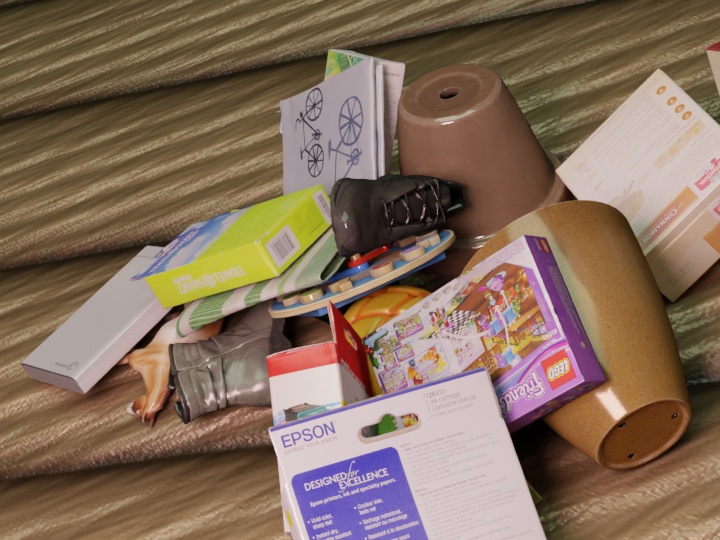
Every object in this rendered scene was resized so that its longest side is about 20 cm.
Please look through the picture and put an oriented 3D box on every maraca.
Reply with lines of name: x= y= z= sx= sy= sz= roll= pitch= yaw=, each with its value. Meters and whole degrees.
maraca: x=0.045 y=0.090 z=1.483 sx=0.137 sy=0.107 sz=0.200 roll=-24 pitch=45 yaw=-3

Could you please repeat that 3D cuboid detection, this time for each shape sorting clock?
shape sorting clock: x=0.000 y=0.000 z=1.544 sx=0.199 sy=0.039 sz=0.200 roll=-24 pitch=4 yaw=2

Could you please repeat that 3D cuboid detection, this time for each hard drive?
hard drive: x=-0.265 y=0.049 z=1.698 sx=0.200 sy=0.027 sz=0.132 roll=-46 pitch=30 yaw=-25

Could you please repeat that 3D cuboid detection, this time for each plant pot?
plant pot: x=0.205 y=0.071 z=1.388 sx=0.186 sy=0.187 sz=0.200 roll=-24 pitch=50 yaw=-5
plant pot: x=0.117 y=-0.121 z=1.667 sx=0.199 sy=0.175 sz=0.201 roll=-13 pitch=35 yaw=9

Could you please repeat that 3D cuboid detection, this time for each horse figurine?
horse figurine: x=-0.201 y=0.071 z=1.674 sx=0.200 sy=0.050 sz=0.132 roll=-43 pitch=34 yaw=-25

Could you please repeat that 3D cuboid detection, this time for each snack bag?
snack bag: x=-0.032 y=-0.114 z=1.687 sx=0.021 sy=0.189 sz=0.200 roll=3 pitch=-11 yaw=-32

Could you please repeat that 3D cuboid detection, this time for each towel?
towel: x=-0.087 y=0.003 z=1.580 sx=0.200 sy=0.023 sz=0.153 roll=-19 pitch=19 yaw=33

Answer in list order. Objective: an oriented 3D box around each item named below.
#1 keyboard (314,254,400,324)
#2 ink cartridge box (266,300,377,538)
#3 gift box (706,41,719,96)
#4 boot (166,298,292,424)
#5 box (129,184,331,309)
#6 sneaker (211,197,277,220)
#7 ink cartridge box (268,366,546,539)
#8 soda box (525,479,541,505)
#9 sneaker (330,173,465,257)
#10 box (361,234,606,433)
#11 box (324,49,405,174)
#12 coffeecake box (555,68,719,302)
keyboard: x=-0.018 y=0.021 z=1.669 sx=0.104 sy=0.040 sz=0.200 roll=-42 pitch=32 yaw=-16
ink cartridge box: x=-0.029 y=0.141 z=1.372 sx=0.067 sy=0.116 sz=0.201 roll=-13 pitch=65 yaw=12
gift box: x=0.469 y=-0.154 z=1.525 sx=0.184 sy=0.187 sz=0.200 roll=-25 pitch=20 yaw=-10
boot: x=-0.137 y=0.072 z=1.604 sx=0.130 sy=0.068 sz=0.200 roll=-6 pitch=37 yaw=-4
box: x=-0.131 y=-0.022 z=1.601 sx=0.200 sy=0.048 sz=0.122 roll=-15 pitch=22 yaw=42
sneaker: x=-0.126 y=-0.031 z=1.720 sx=0.078 sy=0.066 sz=0.200 roll=-35 pitch=14 yaw=-25
ink cartridge box: x=0.043 y=0.199 z=1.253 sx=0.197 sy=0.047 sz=0.201 roll=-14 pitch=73 yaw=-18
soda box: x=0.054 y=0.234 z=1.300 sx=0.200 sy=0.064 sz=0.068 roll=-39 pitch=84 yaw=-24
sneaker: x=0.037 y=-0.063 z=1.520 sx=0.090 sy=0.076 sz=0.200 roll=-5 pitch=12 yaw=28
box: x=0.102 y=0.077 z=1.352 sx=0.200 sy=0.039 sz=0.137 roll=-34 pitch=67 yaw=34
box: x=-0.009 y=-0.138 z=1.718 sx=0.036 sy=0.201 sz=0.144 roll=5 pitch=10 yaw=-25
coffeecake box: x=0.307 y=-0.089 z=1.569 sx=0.154 sy=0.073 sz=0.200 roll=-45 pitch=34 yaw=12
